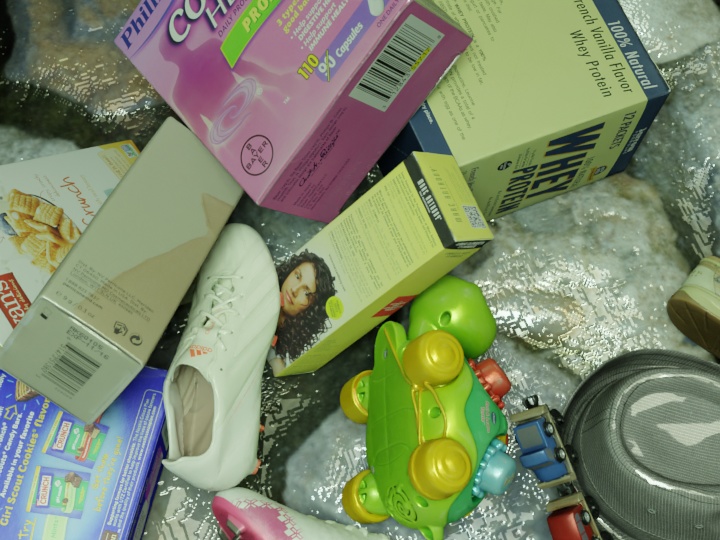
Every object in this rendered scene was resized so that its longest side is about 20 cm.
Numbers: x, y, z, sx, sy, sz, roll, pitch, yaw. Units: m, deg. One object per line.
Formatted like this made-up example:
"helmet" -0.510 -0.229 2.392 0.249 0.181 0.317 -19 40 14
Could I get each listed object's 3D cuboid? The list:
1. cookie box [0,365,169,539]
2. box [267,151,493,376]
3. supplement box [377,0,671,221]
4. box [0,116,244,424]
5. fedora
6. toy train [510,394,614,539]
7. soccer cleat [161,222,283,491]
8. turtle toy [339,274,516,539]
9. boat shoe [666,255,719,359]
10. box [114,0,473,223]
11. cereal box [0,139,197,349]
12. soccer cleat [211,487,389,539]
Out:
"cookie box" -0.247 0.136 0.792 0.199 0.075 0.172 14 65 1
"box" 0.000 0.000 0.809 0.050 0.200 0.076 0 58 -50
"supplement box" 0.103 -0.160 0.906 0.199 0.134 0.201 -20 71 -11
"box" -0.158 -0.005 0.763 0.078 0.095 0.200 36 44 -12
"fedora" 0.249 0.135 0.822 0.199 0.090 0.178 23 68 5
"toy train" 0.154 0.186 0.796 0.046 0.034 0.201 -16 83 -52
"soccer cleat" -0.100 0.054 0.791 0.069 0.077 0.201 -10 67 30
"turtle toy" 0.056 0.097 0.809 0.101 0.146 0.201 9 67 -24
"boat shoe" 0.340 0.062 0.868 0.200 0.073 0.063 37 69 12
"box" -0.054 -0.169 0.814 0.176 0.097 0.200 -50 62 16
"cereal box" -0.219 -0.019 0.826 0.200 0.040 0.144 -21 69 -47
"soccer cleat" -0.014 0.210 0.791 0.200 0.070 0.086 40 62 6
